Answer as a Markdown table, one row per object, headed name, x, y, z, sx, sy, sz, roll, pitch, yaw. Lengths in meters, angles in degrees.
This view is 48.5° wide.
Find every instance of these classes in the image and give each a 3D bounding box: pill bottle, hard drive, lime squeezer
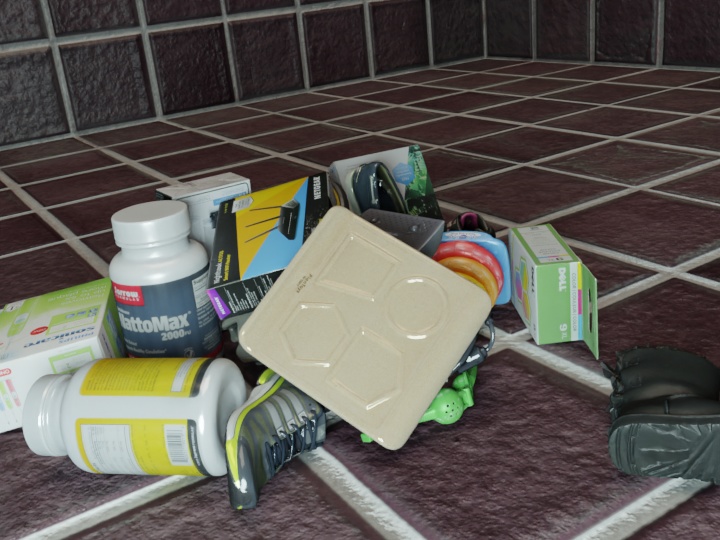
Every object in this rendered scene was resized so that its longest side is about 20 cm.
| name | x | y | z | sx | sy | sz | roll | pitch | yaw |
| --- | --- | --- | --- | --- | --- | --- | --- | --- | --- |
| pill bottle | -0.240 | 0.024 | 0.976 | 0.119 | 0.201 | 0.120 | -6 | 20 | 2 |
| pill bottle | -0.219 | 0.142 | 0.784 | 0.199 | 0.113 | 0.112 | -1 | 21 | 12 |
| hard drive | 0.000 | 0.000 | 0.940 | 0.134 | 0.042 | 0.200 | 12 | 43 | 40 |
| lime squeezer | 0.092 | 0.135 | 0.844 | 0.200 | 0.038 | 0.071 | -28 | -1 | -43 |

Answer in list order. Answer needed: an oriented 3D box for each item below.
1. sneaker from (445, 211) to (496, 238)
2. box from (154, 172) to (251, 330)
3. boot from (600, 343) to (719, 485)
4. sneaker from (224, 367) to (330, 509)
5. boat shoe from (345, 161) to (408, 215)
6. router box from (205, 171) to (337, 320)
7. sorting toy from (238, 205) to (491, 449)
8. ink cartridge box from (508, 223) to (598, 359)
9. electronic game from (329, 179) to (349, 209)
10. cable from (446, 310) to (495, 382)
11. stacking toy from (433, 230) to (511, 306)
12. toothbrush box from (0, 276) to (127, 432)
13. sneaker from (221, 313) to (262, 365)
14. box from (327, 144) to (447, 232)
| name | x | y | z | sx | sy | sz | roll | pitch | yaw |
| --- | --- | --- | --- | --- | --- | --- | --- | --- | --- |
| sneaker | 0.162 | -0.053 | 1.225 | 0.080 | 0.087 | 0.200 | -13 | 21 | -21 |
| box | -0.199 | -0.021 | 1.082 | 0.116 | 0.201 | 0.060 | -17 | 25 | -32 |
| boot | 0.319 | 0.130 | 0.734 | 0.197 | 0.074 | 0.162 | 1 | 19 | 20 |
| sneaker | -0.077 | 0.155 | 0.773 | 0.080 | 0.074 | 0.200 | 2 | 24 | 10 |
| boat shoe | 0.048 | -0.056 | 1.102 | 0.075 | 0.201 | 0.062 | -30 | 12 | -40 |
| router box | -0.099 | -0.035 | 0.954 | 0.148 | 0.051 | 0.200 | -16 | 33 | 5 |
| sorting toy | 0.005 | 0.054 | 0.815 | 0.199 | 0.037 | 0.186 | 32 | 76 | 14 |
| ink cartridge box | 0.232 | 0.023 | 0.983 | 0.059 | 0.104 | 0.200 | -7 | 21 | -1 |
| electronic game | -0.081 | -0.035 | 1.130 | 0.041 | 0.201 | 0.200 | 23 | 3 | -34 |
| cable | 0.065 | 0.072 | 0.895 | 0.163 | 0.051 | 0.200 | -42 | 28 | 5 |
| stacking toy | 0.114 | 0.048 | 0.988 | 0.115 | 0.110 | 0.200 | 1 | 37 | 21 |
| toothbrush box | -0.365 | 0.095 | 0.971 | 0.145 | 0.087 | 0.200 | -15 | 23 | -6 |
| sneaker | -0.098 | 0.091 | 0.969 | 0.092 | 0.076 | 0.200 | -38 | 35 | -17 |
| box | 0.049 | -0.076 | 1.176 | 0.144 | 0.201 | 0.036 | -15 | -6 | -22 |
